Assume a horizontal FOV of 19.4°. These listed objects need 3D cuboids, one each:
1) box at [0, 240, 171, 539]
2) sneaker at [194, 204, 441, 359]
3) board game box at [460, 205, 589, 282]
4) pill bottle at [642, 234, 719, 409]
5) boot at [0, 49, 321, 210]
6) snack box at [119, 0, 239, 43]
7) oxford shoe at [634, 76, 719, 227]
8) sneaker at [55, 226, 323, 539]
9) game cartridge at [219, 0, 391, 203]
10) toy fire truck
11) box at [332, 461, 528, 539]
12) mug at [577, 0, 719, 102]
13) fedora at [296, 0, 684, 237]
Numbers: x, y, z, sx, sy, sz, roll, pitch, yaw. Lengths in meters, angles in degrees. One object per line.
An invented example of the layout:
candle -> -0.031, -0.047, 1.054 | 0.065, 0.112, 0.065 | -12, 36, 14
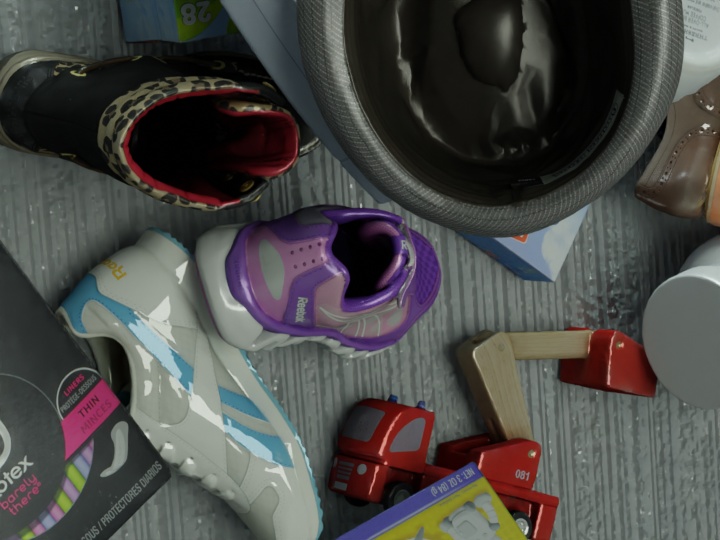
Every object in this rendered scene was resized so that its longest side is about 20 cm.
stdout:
box -> -0.208, 0.061, 1.033 | 0.122, 0.106, 0.200 | -46, 116, -24
sneaker -> 0.000, 0.000, 1.150 | 0.200, 0.088, 0.081 | -1, 71, -59
board game box -> 0.098, -0.116, 1.272 | 0.151, 0.037, 0.201 | 33, 76, -32
pill bottle -> 0.268, 0.020, 1.331 | 0.200, 0.112, 0.113 | -19, 104, -45
boot -> -0.076, -0.073, 1.082 | 0.199, 0.150, 0.074 | 5, 99, -33
snack box -> -0.041, -0.221, 1.149 | 0.199, 0.068, 0.169 | -14, 103, -32
oxford shoe -> 0.222, -0.123, 1.336 | 0.071, 0.073, 0.201 | 80, 24, -57
sneaker -> -0.091, 0.080, 1.141 | 0.081, 0.076, 0.200 | -35, 105, -20
game cartridge -> -0.028, -0.134, 1.057 | 0.200, 0.041, 0.133 | 53, 24, -30
toy fire truck -> 0.082, 0.089, 1.268 | 0.199, 0.049, 0.142 | 17, 83, -33
box -> 0.067, 0.216, 1.145 | 0.117, 0.048, 0.200 | -28, 69, -19
mug -> 0.103, -0.162, 1.111 | 0.200, 0.175, 0.148 | 29, 78, -35
fedora -> 0.061, -0.120, 0.998 | 0.176, 0.090, 0.201 | -17, 103, 6
